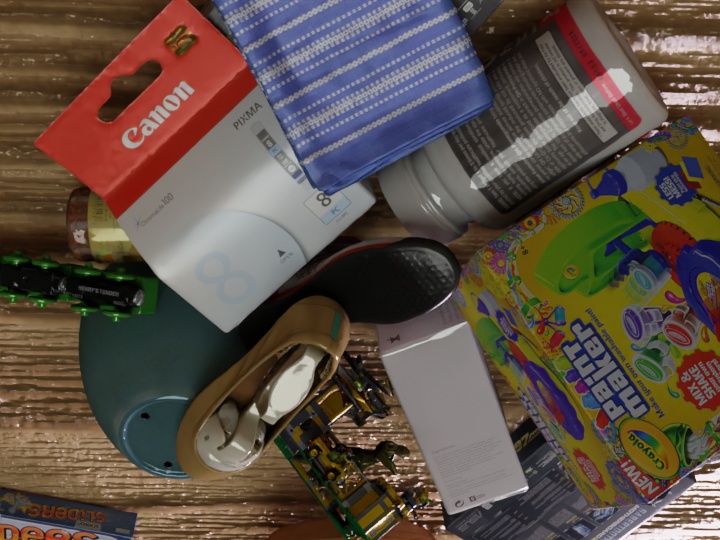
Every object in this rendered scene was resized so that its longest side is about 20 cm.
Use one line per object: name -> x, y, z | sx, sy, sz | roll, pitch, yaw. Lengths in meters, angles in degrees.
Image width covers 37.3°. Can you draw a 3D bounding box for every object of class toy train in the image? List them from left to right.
toy train -> -0.252, 0.007, 0.860 | 0.198, 0.056, 0.042 | 9, 93, 21

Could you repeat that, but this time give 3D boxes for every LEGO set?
LEGO set -> 0.007, 0.145, 0.904 | 0.116, 0.154, 0.200 | -37, 166, -14

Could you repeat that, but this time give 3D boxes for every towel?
towel -> -0.012, -0.163, 0.706 | 0.144, 0.024, 0.201 | -26, 111, 8

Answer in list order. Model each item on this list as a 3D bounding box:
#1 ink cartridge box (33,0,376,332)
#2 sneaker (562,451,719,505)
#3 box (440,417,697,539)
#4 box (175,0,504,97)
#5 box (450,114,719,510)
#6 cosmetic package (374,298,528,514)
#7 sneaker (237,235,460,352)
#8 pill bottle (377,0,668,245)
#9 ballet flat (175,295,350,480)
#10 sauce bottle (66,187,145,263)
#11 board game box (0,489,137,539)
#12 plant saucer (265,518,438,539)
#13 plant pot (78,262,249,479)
ink cartridge box -> -0.111, -0.070, 0.773 | 0.160, 0.047, 0.200 | -40, 119, 16
sneaker -> 0.256, 0.143, 0.848 | 0.199, 0.140, 0.078 | -19, 99, 34
box -> 0.201, 0.214, 1.047 | 0.157, 0.051, 0.200 | 32, 118, -21
box -> -0.013, -0.185, 0.762 | 0.158, 0.049, 0.200 | 33, 119, -20
box -> 0.202, 0.034, 0.777 | 0.192, 0.122, 0.201 | -32, 82, -13
cosmetic package -> 0.074, 0.098, 0.923 | 0.080, 0.113, 0.201 | -18, 126, 4
sneaker -> -0.001, -0.001, 0.834 | 0.200, 0.108, 0.067 | -23, 110, 33
pill bottle -> 0.113, -0.101, 0.785 | 0.199, 0.111, 0.111 | -34, 119, 21
ballet flat -> -0.080, 0.101, 0.795 | 0.068, 0.063, 0.200 | 30, 115, -18
sauce bottle -> -0.130, -0.040, 0.853 | 0.198, 0.066, 0.067 | -1, 126, 3
board game box -> -0.340, 0.289, 1.102 | 0.198, 0.035, 0.136 | 12, 124, -9
plant saucer -> -0.011, 0.278, 1.054 | 0.198, 0.038, 0.201 | -1, 156, -1
plant pot -> -0.149, 0.096, 0.907 | 0.198, 0.135, 0.202 | -1, 126, -1
